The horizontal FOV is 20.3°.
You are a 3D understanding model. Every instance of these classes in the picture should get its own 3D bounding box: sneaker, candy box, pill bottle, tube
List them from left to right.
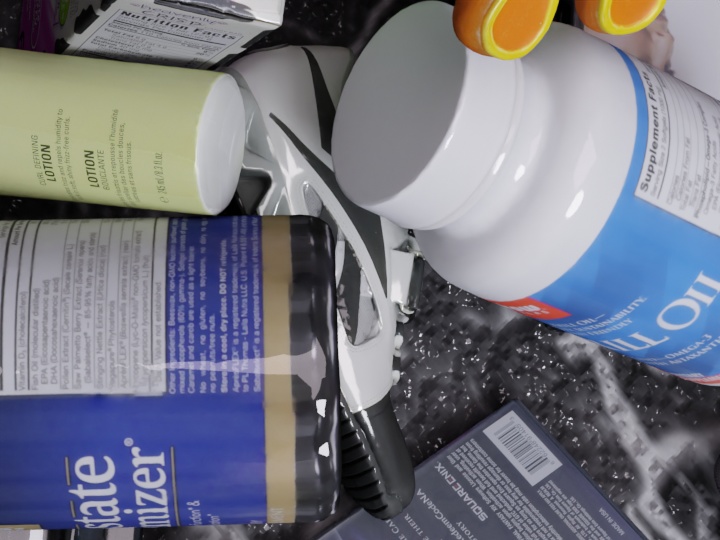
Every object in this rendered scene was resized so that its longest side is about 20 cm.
[{"bbox_3d":[-0.142,-0.054,0.734,0.199,0.052,0.058,8,86,15],"label":"tube"},{"bbox_3d":[-0.107,0.037,0.721,0.198,0.112,0.113,-2,85,-2],"label":"pill bottle"},{"bbox_3d":[-0.077,-0.141,0.744,0.061,0.200,0.137,9,81,-20],"label":"candy box"},{"bbox_3d":[0.000,0.000,0.826,0.088,0.074,0.201,-20,92,-19],"label":"sneaker"},{"bbox_3d":[0.089,-0.032,0.799,0.199,0.112,0.113,21,77,-33],"label":"pill bottle"}]

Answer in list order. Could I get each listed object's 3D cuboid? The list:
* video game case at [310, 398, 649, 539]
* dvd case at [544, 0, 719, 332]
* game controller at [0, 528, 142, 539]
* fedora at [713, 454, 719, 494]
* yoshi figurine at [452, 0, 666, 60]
[{"bbox_3d":[0.032,0.156,0.813,0.199,0.019,0.143,-33,63,-19],"label":"video game case"},{"bbox_3d":[0.155,-0.066,0.920,0.142,0.018,0.202,6,83,-21],"label":"dvd case"},{"bbox_3d":[-0.136,0.092,0.791,0.104,0.042,0.202,5,82,-5],"label":"game controller"},{"bbox_3d":[0.248,0.131,0.877,0.199,0.176,0.091,-17,120,-36],"label":"fedora"},{"bbox_3d":[0.017,-0.138,0.746,0.112,0.200,0.112,-43,143,-3],"label":"yoshi figurine"}]
